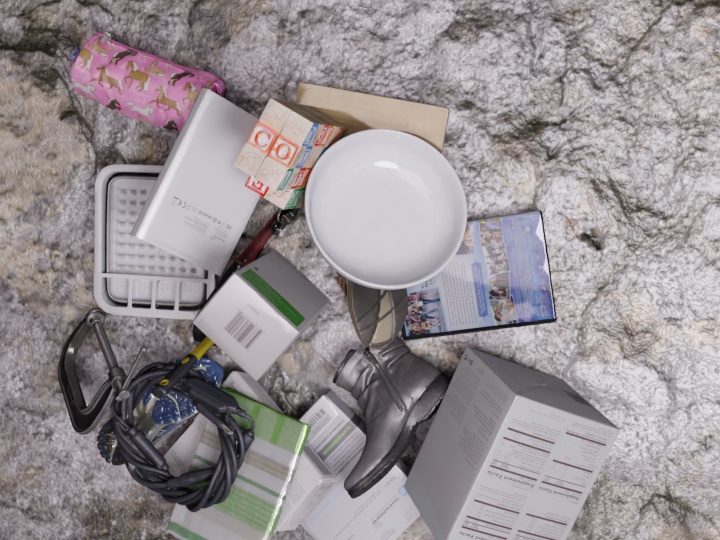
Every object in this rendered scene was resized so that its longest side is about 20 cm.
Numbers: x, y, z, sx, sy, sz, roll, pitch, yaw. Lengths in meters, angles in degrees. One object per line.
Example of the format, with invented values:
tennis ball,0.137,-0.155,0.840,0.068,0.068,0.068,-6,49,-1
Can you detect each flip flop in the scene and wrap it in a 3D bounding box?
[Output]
flip flop,0.000,0.000,1.244,0.081,0.058,0.201,-18,81,-22

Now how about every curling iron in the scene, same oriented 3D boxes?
curling iron,-0.150,-0.014,1.269,0.026,0.050,0.200,41,90,-7

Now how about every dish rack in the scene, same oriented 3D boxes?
dish rack,-0.268,-0.039,1.308,0.171,0.044,0.201,3,97,11

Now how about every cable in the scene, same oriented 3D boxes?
cable,-0.232,0.208,1.239,0.199,0.051,0.164,24,102,17

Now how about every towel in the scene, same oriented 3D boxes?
towel,-0.152,0.265,1.241,0.149,0.031,0.201,19,86,27

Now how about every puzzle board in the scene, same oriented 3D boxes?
puzzle board,0.004,-0.150,1.258,0.199,0.017,0.152,12,99,10

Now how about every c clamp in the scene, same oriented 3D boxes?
c clamp,-0.343,0.121,1.289,0.171,0.027,0.200,-60,41,14

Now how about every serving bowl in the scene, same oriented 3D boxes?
serving bowl,0.027,-0.068,1.201,0.199,0.066,0.201,2,75,-9

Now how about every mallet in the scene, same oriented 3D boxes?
mallet,-0.219,0.106,1.239,0.066,0.200,0.041,13,114,19

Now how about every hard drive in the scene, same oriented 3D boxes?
hard drive,-0.188,-0.109,1.234,0.132,0.027,0.201,27,88,-36

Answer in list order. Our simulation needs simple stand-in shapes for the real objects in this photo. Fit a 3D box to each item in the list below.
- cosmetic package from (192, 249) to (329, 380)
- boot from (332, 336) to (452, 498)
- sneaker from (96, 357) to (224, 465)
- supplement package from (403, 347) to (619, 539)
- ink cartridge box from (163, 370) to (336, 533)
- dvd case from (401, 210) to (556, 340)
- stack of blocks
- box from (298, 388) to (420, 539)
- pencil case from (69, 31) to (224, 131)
cosmetic package,-0.117,0.050,1.207,0.108,0.200,0.085,42,103,-1
boot,0.013,0.177,1.246,0.131,0.070,0.200,37,78,13
sneaker,-0.260,0.180,1.310,0.200,0.085,0.077,-35,80,11
supplement package,0.175,0.227,1.173,0.150,0.152,0.201,20,100,-20
ink cartridge box,-0.153,0.262,1.279,0.176,0.045,0.200,-50,61,11
dvd case,0.140,0.008,1.242,0.199,0.018,0.143,-8,100,12
stack of blocks,-0.084,-0.136,1.167,0.058,0.200,0.115,31,100,6
box,-0.025,0.282,1.297,0.200,0.041,0.156,44,103,5
pencil case,-0.273,-0.239,1.269,0.199,0.087,0.083,22,61,8
